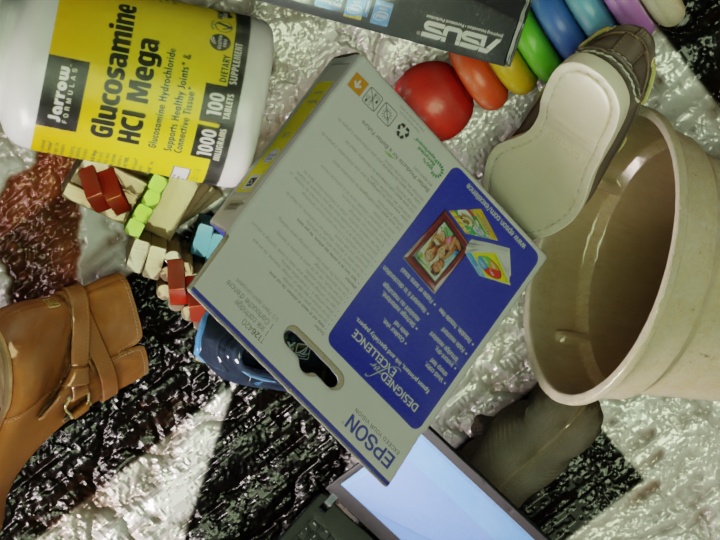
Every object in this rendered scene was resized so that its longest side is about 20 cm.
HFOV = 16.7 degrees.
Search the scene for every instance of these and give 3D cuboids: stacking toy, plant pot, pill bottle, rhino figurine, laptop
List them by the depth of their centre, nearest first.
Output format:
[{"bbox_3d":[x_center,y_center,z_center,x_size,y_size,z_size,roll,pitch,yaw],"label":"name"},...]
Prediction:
[{"bbox_3d":[-0.162,-0.124,1.570,0.200,0.112,0.112,10,107,-8],"label":"pill bottle"},{"bbox_3d":[0.108,-0.152,1.609,0.200,0.085,0.085,-30,108,11],"label":"stacking toy"},{"bbox_3d":[0.235,0.011,1.621,0.183,0.200,0.201,15,106,-21],"label":"plant pot"},{"bbox_3d":[0.027,0.229,1.649,0.177,0.103,0.200,43,82,-6],"label":"laptop"},{"bbox_3d":[0.094,0.137,1.689,0.060,0.087,0.200,39,111,-11],"label":"rhino figurine"}]

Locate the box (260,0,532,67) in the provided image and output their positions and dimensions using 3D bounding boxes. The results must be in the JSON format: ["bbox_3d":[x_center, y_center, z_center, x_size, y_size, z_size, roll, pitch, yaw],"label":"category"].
[{"bbox_3d":[0.021,-0.230,1.520,0.200,0.049,0.161,15,109,-10],"label":"box"}]

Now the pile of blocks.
[{"bbox_3d":[-0.119,-0.015,1.636,0.082,0.062,0.200,-37,107,7],"label":"pile of blocks"}]

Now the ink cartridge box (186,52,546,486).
[{"bbox_3d":[0.000,0.000,1.576,0.198,0.047,0.200,47,68,-24],"label":"ink cartridge box"}]

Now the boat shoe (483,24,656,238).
[{"bbox_3d":[0.137,-0.089,1.593,0.072,0.200,0.060,40,59,8],"label":"boat shoe"}]

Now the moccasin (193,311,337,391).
[{"bbox_3d":[-0.012,0.063,1.640,0.200,0.068,0.081,-2,104,-28],"label":"moccasin"}]

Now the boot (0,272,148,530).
[{"bbox_3d":[-0.215,0.097,1.660,0.155,0.074,0.200,-26,146,-26],"label":"boot"}]
